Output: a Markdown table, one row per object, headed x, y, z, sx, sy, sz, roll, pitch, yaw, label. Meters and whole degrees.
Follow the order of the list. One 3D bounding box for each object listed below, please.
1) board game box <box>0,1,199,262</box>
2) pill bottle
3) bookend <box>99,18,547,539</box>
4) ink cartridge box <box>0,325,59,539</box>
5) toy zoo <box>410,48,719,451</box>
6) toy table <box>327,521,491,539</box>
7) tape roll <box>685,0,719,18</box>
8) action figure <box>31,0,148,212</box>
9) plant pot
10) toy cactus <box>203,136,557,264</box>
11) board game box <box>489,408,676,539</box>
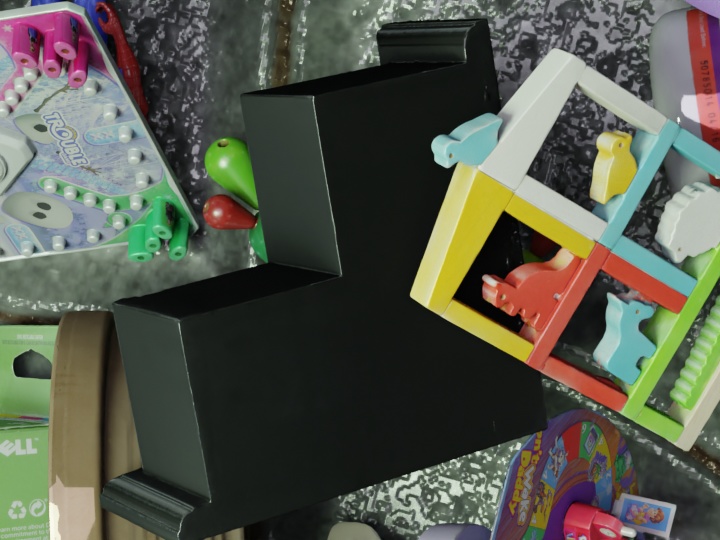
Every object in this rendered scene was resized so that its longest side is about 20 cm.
| x | y | z | sx | sy | sz | roll | pitch | yaw | label |
| --- | --- | --- | --- | --- | --- | --- | --- | --- | --- |
| -0.208 | -0.055 | 1.058 | 0.200 | 0.200 | 0.026 | -7 | 56 | 11 | board game box |
| 0.248 | -0.089 | 0.993 | 0.200 | 0.112 | 0.113 | -9 | 88 | 13 | pill bottle |
| -0.030 | 0.000 | 0.931 | 0.200 | 0.092 | 0.199 | -16 | 103 | -27 | bookend |
| -0.201 | 0.131 | 1.100 | 0.059 | 0.104 | 0.200 | -2 | 89 | -31 | ink cartridge box |
| 0.110 | -0.013 | 0.928 | 0.200 | 0.020 | 0.131 | 28 | 93 | -28 | toy zoo |
| 0.017 | 0.210 | 1.027 | 0.117 | 0.184 | 0.200 | -1 | 123 | 23 | toy table |
| 0.223 | -0.212 | 0.973 | 0.200 | 0.066 | 0.200 | -9 | 56 | 14 | tape roll |
| -0.160 | -0.130 | 1.124 | 0.065 | 0.052 | 0.200 | -13 | 90 | 10 | action figure |
| -0.105 | 0.119 | 1.042 | 0.093 | 0.201 | 0.201 | -2 | 90 | -2 | plant pot |
| 0.000 | 0.000 | 1.071 | 0.200 | 0.102 | 0.165 | 17 | 105 | 3 | toy cactus |
| 0.109 | 0.169 | 0.991 | 0.039 | 0.158 | 0.200 | 9 | 81 | 32 | board game box |
